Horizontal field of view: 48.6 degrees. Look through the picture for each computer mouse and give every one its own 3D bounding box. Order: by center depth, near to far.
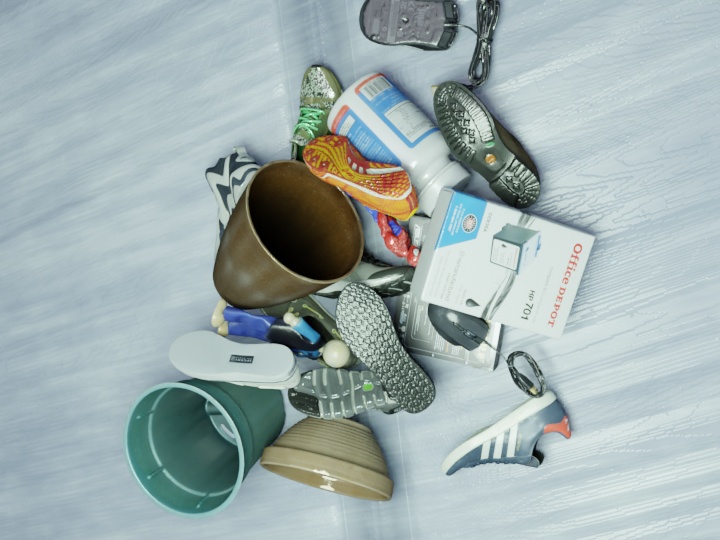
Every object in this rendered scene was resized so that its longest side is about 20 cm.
[{"bbox_3d":[0.173,0.105,1.095,0.200,0.034,0.059,38,105,12],"label":"computer mouse"},{"bbox_3d":[0.097,-0.320,1.131,0.198,0.046,0.142,4,101,14],"label":"computer mouse"}]

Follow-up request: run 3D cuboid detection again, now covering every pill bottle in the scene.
[{"bbox_3d":[0.057,-0.173,1.120,0.200,0.112,0.112,47,108,10],"label":"pill bottle"}]

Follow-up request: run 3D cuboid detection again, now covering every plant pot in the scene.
[{"bbox_3d":[-0.126,-0.025,1.142,0.200,0.186,0.188,-38,82,44],"label":"plant pot"},{"bbox_3d":[-0.042,0.269,1.178,0.199,0.201,0.093,7,68,19],"label":"plant pot"},{"bbox_3d":[-0.220,0.237,1.210,0.199,0.196,0.202,4,102,19],"label":"plant pot"}]

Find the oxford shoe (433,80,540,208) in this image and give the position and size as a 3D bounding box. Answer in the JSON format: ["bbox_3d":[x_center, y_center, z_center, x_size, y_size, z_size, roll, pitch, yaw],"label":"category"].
[{"bbox_3d":[0.171,-0.176,1.090,0.072,0.084,0.200,-35,99,28],"label":"oxford shoe"}]

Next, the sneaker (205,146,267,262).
[{"bbox_3d":[-0.197,-0.104,1.243,0.200,0.079,0.130,105,149,-42],"label":"sneaker"}]

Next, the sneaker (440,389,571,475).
[{"bbox_3d":[0.207,0.254,1.127,0.200,0.075,0.085,-37,78,19],"label":"sneaker"}]

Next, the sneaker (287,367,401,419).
[{"bbox_3d":[-0.001,0.188,1.170,0.198,0.116,0.076,-5,67,6],"label":"sneaker"}]

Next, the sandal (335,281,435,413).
[{"bbox_3d":[0.029,0.107,1.097,0.075,0.048,0.201,-32,94,2],"label":"sandal"}]

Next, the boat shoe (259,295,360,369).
[{"bbox_3d":[-0.085,0.083,1.223,0.201,0.060,0.072,34,105,14],"label":"boat shoe"}]

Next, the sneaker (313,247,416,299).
[{"bbox_3d":[0.000,0.000,1.154,0.199,0.074,0.080,-1,81,43],"label":"sneaker"}]

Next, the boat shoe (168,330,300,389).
[{"bbox_3d":[-0.179,0.136,1.145,0.198,0.070,0.071,3,57,17],"label":"boat shoe"}]

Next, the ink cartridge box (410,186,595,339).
[{"bbox_3d":[0.183,-0.010,1.046,0.198,0.086,0.148,16,97,-8],"label":"ink cartridge box"}]

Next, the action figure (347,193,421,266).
[{"bbox_3d":[0.029,-0.083,1.135,0.052,0.065,0.201,-36,64,7],"label":"action figure"}]

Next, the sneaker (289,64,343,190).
[{"bbox_3d":[-0.071,-0.203,1.174,0.076,0.089,0.202,5,97,19],"label":"sneaker"}]

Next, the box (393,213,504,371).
[{"bbox_3d":[0.135,0.029,1.145,0.157,0.048,0.202,10,98,17],"label":"box"}]

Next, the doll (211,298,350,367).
[{"bbox_3d":[-0.109,0.095,1.147,0.198,0.137,0.049,14,63,10],"label":"doll"}]

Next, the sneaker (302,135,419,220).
[{"bbox_3d":[-0.006,-0.122,1.082,0.073,0.077,0.200,-43,54,-15],"label":"sneaker"}]
